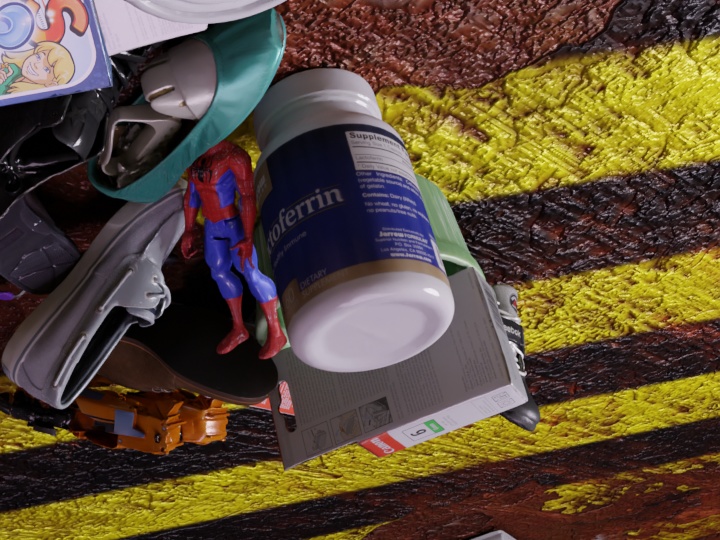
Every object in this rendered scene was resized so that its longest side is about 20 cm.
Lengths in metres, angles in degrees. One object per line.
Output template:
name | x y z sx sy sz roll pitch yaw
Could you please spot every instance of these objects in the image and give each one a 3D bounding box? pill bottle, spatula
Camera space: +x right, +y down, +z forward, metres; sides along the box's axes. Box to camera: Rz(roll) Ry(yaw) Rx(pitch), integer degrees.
pill bottle | -0.013 -0.039 0.816 0.116 0.200 0.116 -11 149 -7
spatula | -0.251 0.005 0.958 0.200 0.021 0.057 -12 177 -14

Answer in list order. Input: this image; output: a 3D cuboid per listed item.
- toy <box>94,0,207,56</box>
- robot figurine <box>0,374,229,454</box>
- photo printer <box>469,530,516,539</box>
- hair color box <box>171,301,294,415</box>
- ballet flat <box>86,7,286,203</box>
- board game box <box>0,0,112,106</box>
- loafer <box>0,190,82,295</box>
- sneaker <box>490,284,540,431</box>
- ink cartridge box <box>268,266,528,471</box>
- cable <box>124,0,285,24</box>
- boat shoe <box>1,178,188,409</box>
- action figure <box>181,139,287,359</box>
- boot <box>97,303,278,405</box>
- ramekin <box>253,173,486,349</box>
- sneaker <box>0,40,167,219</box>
toy | -0.198 -0.167 0.651 0.200 0.047 0.115 -15 128 -3
robot figurine | -0.229 0.122 1.053 0.200 0.058 0.145 11 -177 24
photo printer | 0.184 0.524 2.010 0.200 0.069 0.166 -23 150 13
hair color box | -0.091 0.091 1.088 0.200 0.111 0.064 22 90 -45
ballet flat | -0.126 -0.107 0.775 0.070 0.067 0.200 -5 154 -44
board game box | -0.214 -0.176 0.587 0.135 0.034 0.200 -12 129 -6
loafer | -0.267 -0.052 0.822 0.072 0.063 0.200 -32 147 -4
sneaker | 0.117 0.058 1.057 0.089 0.200 0.074 -44 138 10
ink cartridge box | 0.024 0.088 0.941 0.200 0.109 0.050 -24 149 15
cable | -0.072 -0.216 0.555 0.200 0.069 0.200 1 129 -46
boat shoe | -0.183 0.020 0.881 0.201 0.072 0.070 -51 165 -10
action figure | -0.102 -0.027 0.871 0.065 0.200 0.052 7 -152 33
boot | -0.158 0.074 0.972 0.200 0.074 0.075 21 132 19
ramekin | 0.000 0.000 0.993 0.200 0.098 0.200 -11 150 -7
sneaker | -0.172 -0.111 0.715 0.200 0.104 0.060 -24 149 16
